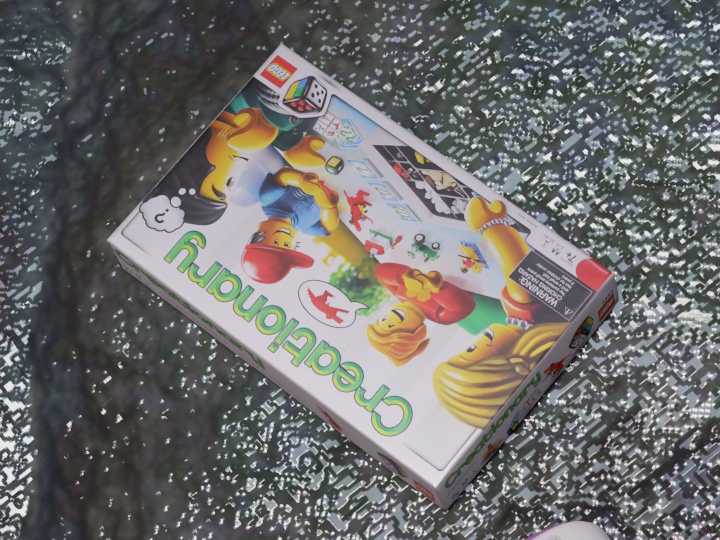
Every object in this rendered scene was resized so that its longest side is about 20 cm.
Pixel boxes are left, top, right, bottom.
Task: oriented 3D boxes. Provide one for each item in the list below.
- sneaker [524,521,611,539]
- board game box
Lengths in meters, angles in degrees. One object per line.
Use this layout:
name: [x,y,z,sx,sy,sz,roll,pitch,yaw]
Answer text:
sneaker: [0.040,0.171,0.953,0.200,0.075,0.100,-39,64,-23]
board game box: [0.000,0.000,1.259,0.200,0.035,0.126,35,76,22]
